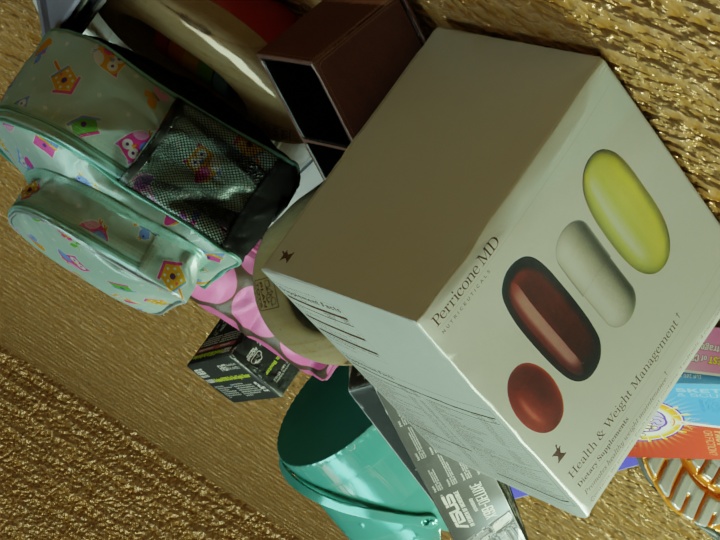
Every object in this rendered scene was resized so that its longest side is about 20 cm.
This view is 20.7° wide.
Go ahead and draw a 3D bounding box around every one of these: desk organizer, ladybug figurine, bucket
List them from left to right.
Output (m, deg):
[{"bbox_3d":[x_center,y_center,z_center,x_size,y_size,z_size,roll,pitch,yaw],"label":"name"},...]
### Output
[{"bbox_3d":[-0.097,-0.162,1.353,0.199,0.072,0.136,36,166,8],"label":"ladybug figurine"},{"bbox_3d":[0.000,0.000,1.503,0.199,0.072,0.137,-13,89,41],"label":"ladybug figurine"},{"bbox_3d":[0.028,0.157,1.833,0.135,0.208,0.207,46,164,-21],"label":"bucket"},{"bbox_3d":[0.021,-0.075,1.241,0.072,0.077,0.201,17,142,54],"label":"desk organizer"}]

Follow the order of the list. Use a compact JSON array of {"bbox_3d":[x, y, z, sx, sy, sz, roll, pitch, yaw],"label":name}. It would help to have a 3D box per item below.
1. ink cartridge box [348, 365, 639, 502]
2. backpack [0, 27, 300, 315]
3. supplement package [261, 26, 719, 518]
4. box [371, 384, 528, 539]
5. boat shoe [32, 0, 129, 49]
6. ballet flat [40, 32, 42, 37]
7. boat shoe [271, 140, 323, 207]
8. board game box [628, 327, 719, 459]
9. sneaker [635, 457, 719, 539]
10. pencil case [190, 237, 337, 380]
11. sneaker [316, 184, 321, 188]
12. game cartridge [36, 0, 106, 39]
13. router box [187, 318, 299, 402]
[{"bbox_3d":[0.121,0.118,1.537,0.197,0.044,0.200,-20,128,26],"label":"ink cartridge box"},{"bbox_3d":[-0.163,-0.068,1.355,0.200,0.154,0.176,40,168,-7],"label":"backpack"},{"bbox_3d":[0.090,-0.001,1.166,0.147,0.192,0.200,18,158,50],"label":"supplement package"},{"bbox_3d":[0.050,0.087,1.367,0.158,0.049,0.201,-106,-8,-50],"label":"box"},{"bbox_3d":[-0.151,-0.171,1.458,0.201,0.075,0.086,37,167,-11],"label":"boat shoe"},{"bbox_3d":[-0.154,-0.151,1.537,0.200,0.072,0.072,38,166,-10],"label":"ballet flat"},{"bbox_3d":[-0.074,-0.081,1.478,0.065,0.074,0.200,32,140,-17],"label":"boat shoe"},{"bbox_3d":[0.179,0.084,1.336,0.198,0.041,0.153,0,156,17],"label":"board game box"},{"bbox_3d":[0.264,0.162,1.512,0.200,0.078,0.077,43,169,-27],"label":"sneaker"},{"bbox_3d":[-0.088,0.005,1.639,0.199,0.091,0.094,30,159,-5],"label":"pencil case"},{"bbox_3d":[-0.020,-0.037,1.614,0.200,0.075,0.087,40,-177,-3],"label":"sneaker"},{"bbox_3d":[-0.199,-0.232,1.315,0.200,0.038,0.131,161,95,-73],"label":"game cartridge"},{"bbox_3d":[-0.075,0.041,1.789,0.062,0.150,0.200,38,166,-9],"label":"router box"}]
